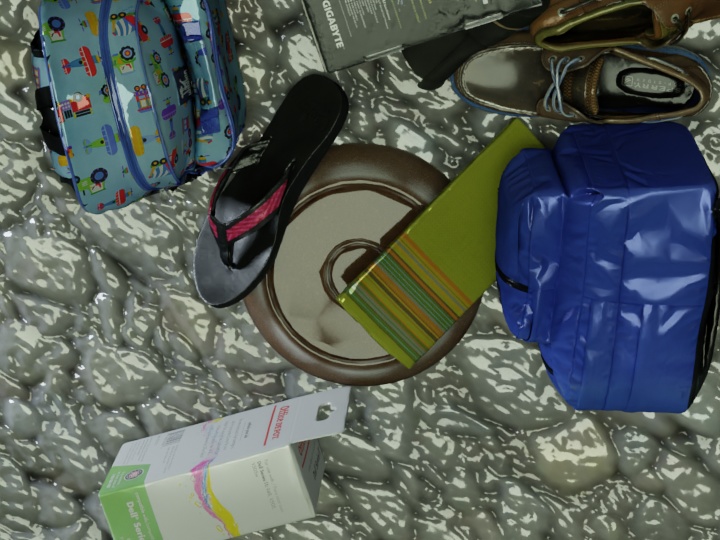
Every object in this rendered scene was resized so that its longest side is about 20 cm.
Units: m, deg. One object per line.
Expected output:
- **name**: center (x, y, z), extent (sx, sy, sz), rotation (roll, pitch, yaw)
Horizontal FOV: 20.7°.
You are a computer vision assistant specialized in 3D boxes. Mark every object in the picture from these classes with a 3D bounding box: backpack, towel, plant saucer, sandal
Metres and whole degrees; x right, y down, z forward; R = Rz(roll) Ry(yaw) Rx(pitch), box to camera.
- **backpack**: center (-0.166, -0.137, 1.448), extent (0.134, 0.200, 0.183), rotation (-9, 103, 6)
- **backpack**: center (0.185, 0.004, 1.487), extent (0.167, 0.163, 0.200), rotation (-1, 115, 4)
- **towel**: center (0.077, -0.021, 1.530), extent (0.200, 0.018, 0.086), rotation (-46, 112, -2)
- **plant saucer**: center (0.000, 0.000, 1.561), extent (0.200, 0.032, 0.201), rotation (1, 103, 3)
- **sandal**: center (-0.081, -0.065, 1.526), extent (0.075, 0.045, 0.200), rotation (36, 101, 32)

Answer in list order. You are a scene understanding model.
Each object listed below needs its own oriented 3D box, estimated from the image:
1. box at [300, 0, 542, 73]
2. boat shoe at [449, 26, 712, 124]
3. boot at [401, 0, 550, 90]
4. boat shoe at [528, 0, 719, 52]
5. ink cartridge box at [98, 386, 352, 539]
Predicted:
- **box**: center (0.020, -0.253, 1.348), extent (0.159, 0.049, 0.200), rotation (-18, 104, 4)
- **boat shoe**: center (0.167, -0.147, 1.490), extent (0.199, 0.072, 0.072), rotation (0, 105, 4)
- **boot**: center (0.057, -0.248, 1.474), extent (0.077, 0.138, 0.200), rotation (1, 67, -33)
- **boat shoe**: center (0.221, -0.194, 1.454), extent (0.199, 0.068, 0.072), rotation (-7, 147, 5)
- **ink cartridge box**: center (-0.095, 0.161, 1.562), extent (0.200, 0.117, 0.067), rotation (-15, 104, 8)
